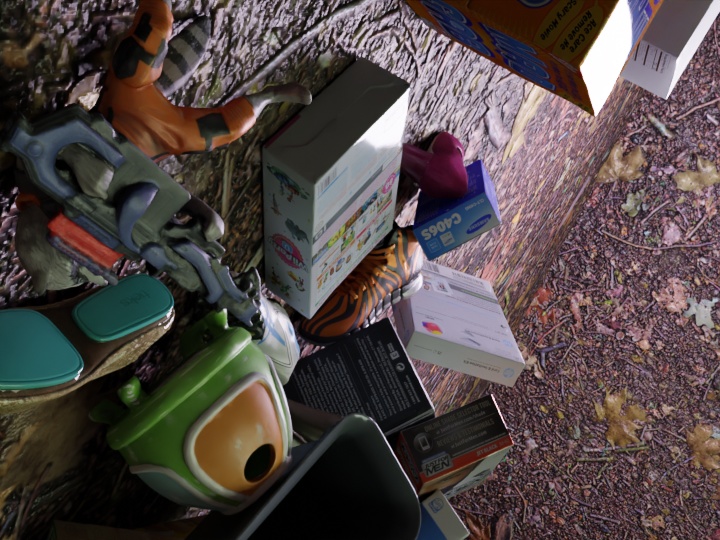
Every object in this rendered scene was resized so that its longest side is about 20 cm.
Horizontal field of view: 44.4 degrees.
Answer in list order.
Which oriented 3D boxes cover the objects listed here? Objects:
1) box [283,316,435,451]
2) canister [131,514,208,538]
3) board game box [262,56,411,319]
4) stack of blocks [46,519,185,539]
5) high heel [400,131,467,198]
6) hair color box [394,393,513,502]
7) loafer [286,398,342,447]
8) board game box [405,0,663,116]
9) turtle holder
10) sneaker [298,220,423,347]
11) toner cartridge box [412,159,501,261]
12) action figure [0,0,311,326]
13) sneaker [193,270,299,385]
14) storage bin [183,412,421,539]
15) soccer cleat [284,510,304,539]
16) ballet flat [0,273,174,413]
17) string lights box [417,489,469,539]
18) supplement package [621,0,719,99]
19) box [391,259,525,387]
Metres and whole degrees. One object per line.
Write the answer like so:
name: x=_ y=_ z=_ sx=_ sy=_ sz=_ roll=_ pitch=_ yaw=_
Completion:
box: x=-0.021 y=0.175 z=1.026 sx=0.194 sy=0.125 sz=0.201 roll=-26 pitch=158 yaw=-4
canister: x=-0.145 y=0.302 z=0.912 sx=0.197 sy=0.088 sz=0.149 roll=-3 pitch=147 yaw=-31
board game box: x=-0.024 y=-0.072 z=0.822 sx=0.148 sy=0.064 sz=0.202 roll=-47 pitch=158 yaw=-31
stack of blocks: x=-0.188 y=0.298 z=0.775 sx=0.197 sy=0.058 sz=0.117 roll=18 pitch=98 yaw=-29
high heel: x=0.113 y=-0.121 z=1.071 sx=0.068 sy=0.095 sz=0.199 roll=-62 pitch=163 yaw=13
hair color box: x=0.097 y=0.216 z=1.003 sx=0.109 sy=0.065 sz=0.201 roll=-20 pitch=156 yaw=-11
loafer: x=-0.050 y=0.158 z=0.862 sx=0.071 sy=0.073 sz=0.200 roll=-41 pitch=122 yaw=1
board game box: x=0.158 y=-0.282 z=0.743 sx=0.202 sy=0.198 sz=0.199 roll=-60 pitch=164 yaw=8
turtle holder: x=-0.133 y=0.128 z=0.707 sx=0.185 sy=0.132 sz=0.141 roll=-35 pitch=-174 yaw=36
sneaker: x=0.000 y=0.000 z=1.024 sx=0.199 sy=0.077 sz=0.114 roll=-36 pitch=138 yaw=-40
toner cartridge box: x=0.116 y=-0.078 z=1.067 sx=0.094 sy=0.044 sz=0.200 roll=-28 pitch=-168 yaw=14
action figure: x=-0.118 y=-0.059 z=0.515 sx=0.194 sy=0.104 sz=0.201 roll=-49 pitch=137 yaw=-13
sneaker: x=-0.103 y=0.045 z=0.816 sx=0.201 sy=0.070 sz=0.074 roll=73 pitch=21 yaw=-62
storage bin: x=-0.060 y=0.231 z=0.725 sx=0.133 sy=0.147 sz=0.200 roll=-19 pitch=-163 yaw=44
soccer cleat: x=-0.086 y=0.323 z=0.842 sx=0.068 sy=0.072 sz=0.204 roll=18 pitch=80 yaw=-50
ballet flat: x=-0.194 y=0.055 z=0.557 sx=0.065 sy=0.071 sz=0.199 roll=-50 pitch=165 yaw=27
string lights box: x=0.014 y=0.326 z=0.947 sx=0.198 sy=0.059 sz=0.103 roll=-31 pitch=162 yaw=-22
supplement package: x=0.401 y=-0.392 z=1.251 sx=0.193 sy=0.198 sz=0.147 roll=-56 pitch=163 yaw=-3
box: x=0.116 y=0.058 z=1.143 sx=0.201 sy=0.153 sz=0.042 roll=-103 pitch=-146 yaw=-60
